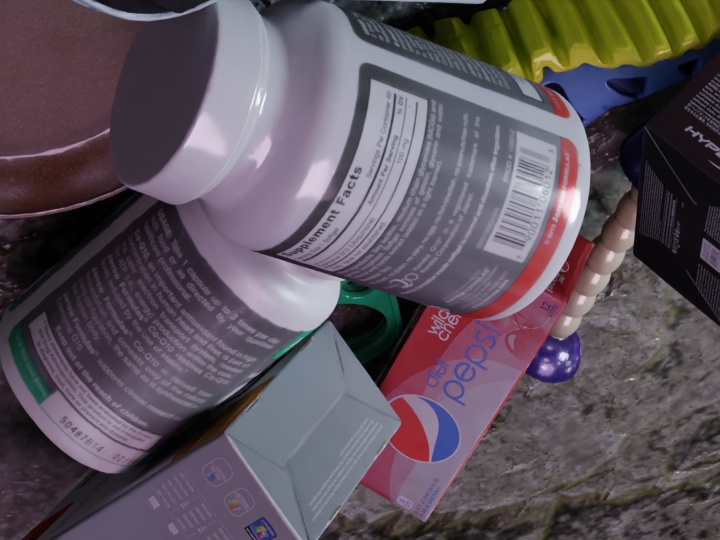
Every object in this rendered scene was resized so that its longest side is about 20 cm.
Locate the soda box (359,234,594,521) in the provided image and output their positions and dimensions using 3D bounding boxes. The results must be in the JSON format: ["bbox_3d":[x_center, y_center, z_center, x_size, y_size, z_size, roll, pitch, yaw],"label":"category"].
[{"bbox_3d":[0.057,0.051,1.242,0.070,0.064,0.201,30,130,2],"label":"soda box"}]

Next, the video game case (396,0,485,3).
[{"bbox_3d":[0.069,-0.192,0.946,0.200,0.023,0.181,-44,162,28],"label":"video game case"}]

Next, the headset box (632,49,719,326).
[{"bbox_3d":[0.233,-0.083,1.100,0.200,0.075,0.149,-44,159,-14],"label":"headset box"}]

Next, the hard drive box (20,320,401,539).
[{"bbox_3d":[-0.094,0.131,1.191,0.199,0.156,0.077,-34,96,28],"label":"hard drive box"}]

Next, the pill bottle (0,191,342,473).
[{"bbox_3d":[-0.083,0.006,1.109,0.200,0.114,0.113,-39,138,23],"label":"pill bottle"}]

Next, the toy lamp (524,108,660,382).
[{"bbox_3d":[0.147,-0.019,1.227,0.058,0.059,0.201,4,138,-27],"label":"toy lamp"}]

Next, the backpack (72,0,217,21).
[{"bbox_3d":[-0.090,-0.197,0.837,0.177,0.151,0.200,-37,142,17],"label":"backpack"}]

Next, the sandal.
[{"bbox_3d":[0.105,-0.104,1.099,0.198,0.080,0.087,-17,146,9],"label":"sandal"}]

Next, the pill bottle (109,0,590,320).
[{"bbox_3d":[-0.004,-0.055,0.974,0.199,0.116,0.116,18,129,-30],"label":"pill bottle"}]

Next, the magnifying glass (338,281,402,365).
[{"bbox_3d":[0.000,0.000,1.188,0.079,0.023,0.200,2,148,-19],"label":"magnifying glass"}]

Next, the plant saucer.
[{"bbox_3d":[-0.155,-0.104,1.015,0.198,0.032,0.201,-12,140,-10],"label":"plant saucer"}]
